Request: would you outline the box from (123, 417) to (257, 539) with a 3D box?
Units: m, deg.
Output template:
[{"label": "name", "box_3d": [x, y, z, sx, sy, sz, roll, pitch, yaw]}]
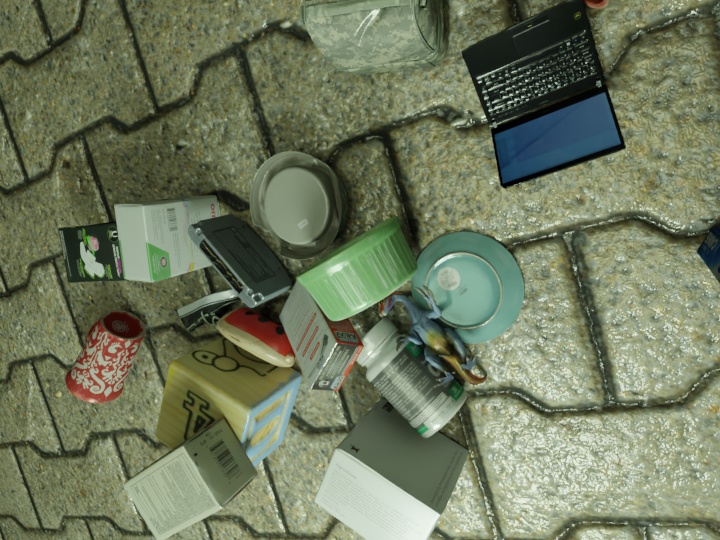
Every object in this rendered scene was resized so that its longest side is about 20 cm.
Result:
[{"label": "box", "box_3d": [-0.309, 0.381, 0.950, 0.200, 0.109, 0.128, -35, 86, 28]}]

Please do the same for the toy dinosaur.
[{"label": "toy dinosaur", "box_3d": [0.110, 0.115, 0.906, 0.105, 0.200, 0.182, -37, 48, -1]}]

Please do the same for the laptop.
[{"label": "laptop", "box_3d": [0.257, -0.251, 0.749, 0.177, 0.103, 0.201, -16, 114, 27]}]

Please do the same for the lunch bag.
[{"label": "lunch bag", "box_3d": [0.029, -0.385, 0.795, 0.199, 0.168, 0.140, 5, 104, 24]}]

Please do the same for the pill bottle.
[{"label": "pill bottle", "box_3d": [0.083, 0.187, 0.930, 0.200, 0.113, 0.113, 45, 116, 9]}]

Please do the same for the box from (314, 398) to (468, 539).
[{"label": "box", "box_3d": [0.061, 0.367, 0.932, 0.199, 0.199, 0.131, 28, 113, 18]}]

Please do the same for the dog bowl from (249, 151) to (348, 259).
[{"label": "dog bowl", "box_3d": [-0.111, -0.123, 0.983, 0.199, 0.059, 0.201, 6, 105, 25]}]

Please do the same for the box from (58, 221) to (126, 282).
[{"label": "box", "box_3d": [-0.528, -0.047, 1.149, 0.199, 0.148, 0.125, -1, 99, 26]}]

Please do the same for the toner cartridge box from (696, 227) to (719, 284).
[{"label": "toner cartridge box", "box_3d": [0.488, -0.001, 0.644, 0.095, 0.200, 0.043, 28, 113, 18]}]

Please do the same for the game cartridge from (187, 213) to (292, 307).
[{"label": "game cartridge", "box_3d": [-0.229, -0.024, 1.019, 0.200, 0.133, 0.040, 49, 124, 9]}]

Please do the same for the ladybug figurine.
[{"label": "ladybug figurine", "box_3d": [-0.203, 0.130, 1.052, 0.199, 0.136, 0.072, 23, 81, 30]}]

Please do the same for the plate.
[{"label": "plate", "box_3d": [0.179, 0.033, 0.899, 0.199, 0.026, 0.201, 6, 105, 24]}]

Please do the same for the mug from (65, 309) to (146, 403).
[{"label": "mug", "box_3d": [-0.626, 0.191, 1.263, 0.177, 0.133, 0.200, 39, 112, 11]}]

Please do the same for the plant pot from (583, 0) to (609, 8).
[{"label": "plant pot", "box_3d": [0.319, -0.474, 0.634, 0.195, 0.201, 0.201, -40, 83, 19]}]

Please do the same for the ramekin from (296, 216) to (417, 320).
[{"label": "ramekin", "box_3d": [0.000, 0.000, 0.885, 0.200, 0.200, 0.098, -28, 96, 28]}]

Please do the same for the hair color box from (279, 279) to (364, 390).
[{"label": "hair color box", "box_3d": [-0.078, 0.111, 0.961, 0.111, 0.064, 0.200, -61, 37, 23]}]

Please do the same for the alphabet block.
[{"label": "alphabet block", "box_3d": [-0.269, 0.279, 1.076, 0.199, 0.195, 0.197, 26, 110, 19]}]

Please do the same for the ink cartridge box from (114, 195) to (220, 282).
[{"label": "ink cartridge box", "box_3d": [-0.374, -0.070, 1.042, 0.087, 0.200, 0.146, 4, 104, 28]}]

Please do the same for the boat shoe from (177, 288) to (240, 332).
[{"label": "boat shoe", "box_3d": [-0.317, 0.088, 1.120, 0.199, 0.074, 0.068, -21, 88, 28]}]
